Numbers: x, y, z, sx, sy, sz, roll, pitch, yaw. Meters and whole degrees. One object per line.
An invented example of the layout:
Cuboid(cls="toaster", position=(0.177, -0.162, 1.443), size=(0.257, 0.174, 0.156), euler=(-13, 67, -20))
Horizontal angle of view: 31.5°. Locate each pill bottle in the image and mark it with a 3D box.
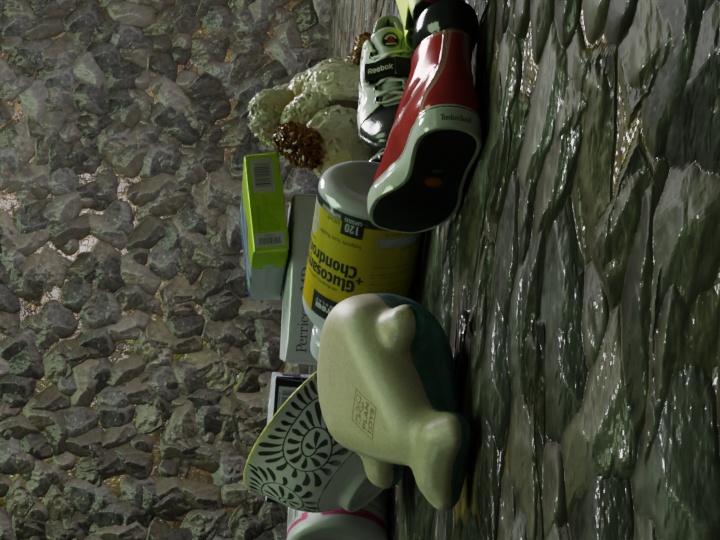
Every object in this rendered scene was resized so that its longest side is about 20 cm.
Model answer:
Cuboid(cls="pill bottle", position=(-0.025, 0.230, 1.447), size=(0.114, 0.112, 0.202), euler=(99, 173, -48))
Cuboid(cls="pill bottle", position=(0.000, 0.000, 1.297), size=(0.112, 0.110, 0.202), euler=(-94, 12, -60))

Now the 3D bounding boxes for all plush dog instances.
Cuboid(cls="plush dog", position=(-0.015, -0.158, 1.436), size=(0.161, 0.198, 0.173), euler=(-55, 29, 37))

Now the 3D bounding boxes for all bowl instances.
Cuboid(cls="bowl", position=(-0.012, 0.175, 1.268), size=(0.200, 0.094, 0.202), euler=(-41, -22, -20))

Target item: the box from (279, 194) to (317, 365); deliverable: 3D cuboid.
Cuboid(cls="box", position=(-0.029, 0.018, 1.564), size=(0.200, 0.129, 0.202), euler=(154, 119, -85))

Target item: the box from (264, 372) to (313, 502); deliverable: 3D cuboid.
Cuboid(cls="box", position=(-0.090, 0.272, 2.085), size=(0.115, 0.130, 0.203), euler=(169, 105, -83))

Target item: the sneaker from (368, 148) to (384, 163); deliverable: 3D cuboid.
Cuboid(cls="sneaker", position=(0.026, -0.042, 1.379), size=(0.080, 0.073, 0.203), euler=(-71, -6, -63))

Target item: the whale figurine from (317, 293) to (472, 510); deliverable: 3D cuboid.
Cuboid(cls="whale figurine", position=(0.042, 0.099, 0.995), size=(0.200, 0.102, 0.161), euler=(42, 131, 53))

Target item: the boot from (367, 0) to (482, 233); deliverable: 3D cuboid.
Cuboid(cls="boot", position=(0.055, -0.128, 1.060), size=(0.200, 0.071, 0.146), euler=(120, 155, -61))

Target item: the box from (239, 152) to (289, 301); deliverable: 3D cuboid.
Cuboid(cls="box", position=(-0.117, -0.046, 1.540), size=(0.200, 0.047, 0.124), euler=(109, 155, -69))

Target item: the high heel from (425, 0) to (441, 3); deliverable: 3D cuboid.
Cuboid(cls="high heel", position=(0.070, -0.301, 0.963), size=(0.096, 0.066, 0.203), euler=(-65, -15, -73))

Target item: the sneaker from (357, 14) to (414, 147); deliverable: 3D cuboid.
Cuboid(cls="sneaker", position=(0.027, -0.199, 1.317), size=(0.201, 0.073, 0.089), euler=(-95, -4, -56))

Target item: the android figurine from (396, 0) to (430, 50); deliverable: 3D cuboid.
Cuboid(cls="android figurine", position=(0.062, -0.317, 1.270), size=(0.201, 0.040, 0.184), euler=(-96, 11, -61))
